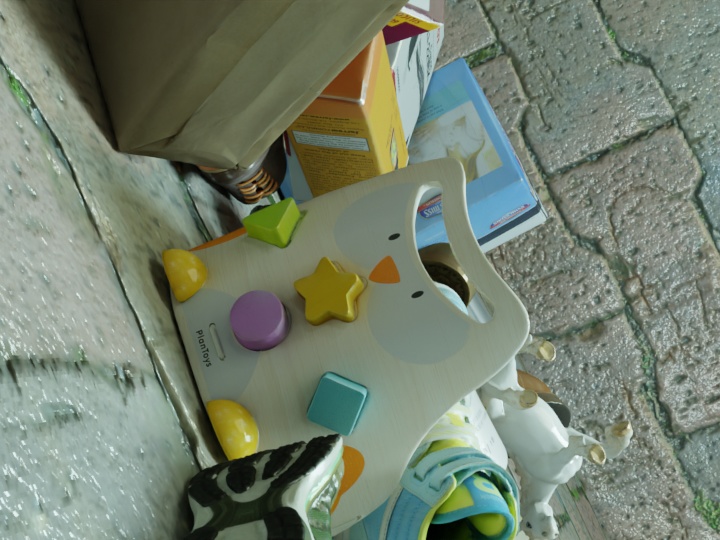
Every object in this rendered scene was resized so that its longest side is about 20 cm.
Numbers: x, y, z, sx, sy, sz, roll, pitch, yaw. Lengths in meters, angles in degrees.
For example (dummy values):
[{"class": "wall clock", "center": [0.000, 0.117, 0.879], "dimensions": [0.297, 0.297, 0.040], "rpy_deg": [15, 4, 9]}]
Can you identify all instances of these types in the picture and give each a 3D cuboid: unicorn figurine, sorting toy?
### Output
[{"class": "unicorn figurine", "center": [0.124, 0.121, 1.064], "dimensions": [0.201, 0.074, 0.137], "rpy_deg": [60, -30, 0]}, {"class": "sorting toy", "center": [-0.004, 0.021, 0.839], "dimensions": [0.201, 0.179, 0.107], "rpy_deg": [68, 9, 27]}]

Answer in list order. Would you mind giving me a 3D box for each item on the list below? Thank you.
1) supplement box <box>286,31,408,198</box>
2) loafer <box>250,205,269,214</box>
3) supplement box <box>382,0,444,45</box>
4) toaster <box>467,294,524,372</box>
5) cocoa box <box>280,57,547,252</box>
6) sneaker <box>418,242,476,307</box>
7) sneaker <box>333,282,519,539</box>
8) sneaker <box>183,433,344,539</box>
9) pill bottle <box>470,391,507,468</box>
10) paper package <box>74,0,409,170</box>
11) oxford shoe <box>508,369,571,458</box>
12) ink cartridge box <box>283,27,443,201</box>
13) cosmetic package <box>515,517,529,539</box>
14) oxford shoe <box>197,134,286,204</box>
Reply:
[{"class": "supplement box", "center": [-0.010, -0.099, 1.024], "dimensions": [0.200, 0.068, 0.067], "rpy_deg": [67, 31, -65]}, {"class": "loafer", "center": [0.000, 0.000, 1.093], "dimensions": [0.199, 0.069, 0.076], "rpy_deg": [30, 40, -38]}, {"class": "supplement box", "center": [-0.049, -0.198, 1.023], "dimensions": [0.110, 0.199, 0.086], "rpy_deg": [12, 75, -42]}, {"class": "toaster", "center": [0.081, 0.083, 1.418], "dimensions": [0.130, 0.113, 0.200], "rpy_deg": [61, 10, 7]}, {"class": "cocoa box", "center": [0.044, -0.071, 1.329], "dimensions": [0.134, 0.199, 0.131], "rpy_deg": [66, 9, 20]}, {"class": "sneaker", "center": [0.059, 0.008, 1.248], "dimensions": [0.067, 0.090, 0.200], "rpy_deg": [35, -31, 0]}, {"class": "sneaker", "center": [0.054, 0.101, 0.878], "dimensions": [0.079, 0.130, 0.202], "rpy_deg": [18, 75, -27]}, {"class": "sneaker", "center": [-0.041, 0.142, 0.694], "dimensions": [0.200, 0.076, 0.089], "rpy_deg": [-66, 142, -72]}, {"class": "pill bottle", "center": [0.008, 0.068, 0.995], "dimensions": [0.201, 0.114, 0.114], "rpy_deg": [62, 9, -11]}, {"class": "paper package", "center": [-0.084, -0.192, 0.902], "dimensions": [0.103, 0.191, 0.201], "rpy_deg": [11, 47, -43]}, {"class": "oxford shoe", "center": [0.061, 0.105, 1.135], "dimensions": [0.199, 0.072, 0.071], "rpy_deg": [4, 32, -31]}, {"class": "ink cartridge box", "center": [0.006, -0.169, 1.203], "dimensions": [0.145, 0.083, 0.201], "rpy_deg": [84, 20, -59]}, {"class": "cosmetic package", "center": [0.089, 0.206, 1.230], "dimensions": [0.200, 0.073, 0.104], "rpy_deg": [53, 13, -47]}, {"class": "oxford shoe", "center": [-0.078, -0.084, 1.074], "dimensions": [0.200, 0.071, 0.073], "rpy_deg": [-86, 153, -75]}]
